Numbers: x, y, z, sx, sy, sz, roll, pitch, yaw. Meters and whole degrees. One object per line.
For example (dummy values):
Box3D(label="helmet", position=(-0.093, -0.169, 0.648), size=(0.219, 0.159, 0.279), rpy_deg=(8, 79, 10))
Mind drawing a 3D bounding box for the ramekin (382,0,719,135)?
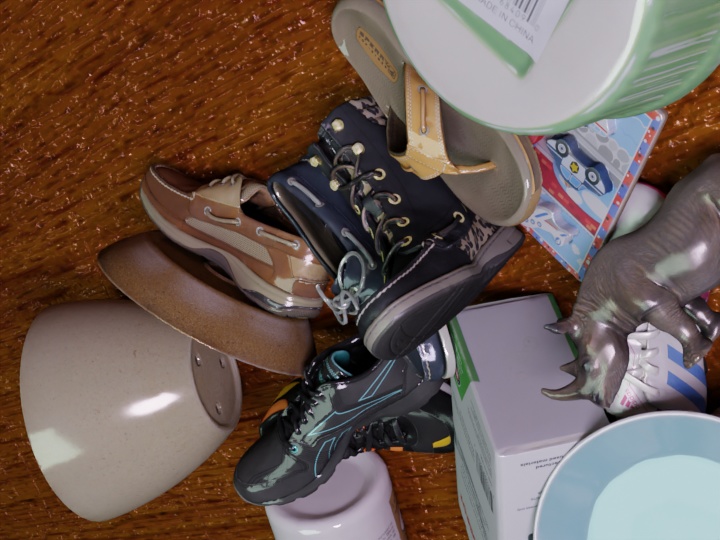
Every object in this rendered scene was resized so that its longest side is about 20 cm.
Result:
Box3D(label="ramekin", position=(0.102, -0.170, 0.787), size=(0.198, 0.097, 0.203), rpy_deg=(18, 119, 35))

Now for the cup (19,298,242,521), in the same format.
Box3D(label="cup", position=(-0.191, 0.110, 1.322), size=(0.141, 0.201, 0.202), rpy_deg=(-16, 116, 19))

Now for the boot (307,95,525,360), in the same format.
Box3D(label="boot", position=(0.014, -0.032, 0.968), size=(0.154, 0.203, 0.074), rpy_deg=(46, 121, 8))

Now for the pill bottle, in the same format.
Box3D(label="pill bottle", position=(-0.009, 0.264, 1.322), size=(0.113, 0.114, 0.202), rpy_deg=(12, 131, 37))

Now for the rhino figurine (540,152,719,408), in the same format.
Box3D(label="rhino figurine", position=(0.183, 0.011, 0.885), size=(0.200, 0.060, 0.088), rpy_deg=(-43, 85, 19))

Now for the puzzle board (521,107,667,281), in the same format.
Box3D(label="puzzle board", position=(0.093, -0.105, 0.929), size=(0.200, 0.017, 0.152), rpy_deg=(46, 146, 22))

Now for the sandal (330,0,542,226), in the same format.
Box3D(label="sandal", position=(0.037, -0.100, 0.946), size=(0.200, 0.054, 0.081), rpy_deg=(49, 146, 18))

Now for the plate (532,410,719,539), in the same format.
Box3D(label="plate", position=(0.208, 0.182, 0.938), size=(0.197, 0.026, 0.203), rpy_deg=(6, 106, 21))

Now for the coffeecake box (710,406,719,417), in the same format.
Box3D(label="coffeecake box", position=(0.290, 0.153, 0.962), size=(0.153, 0.073, 0.200), rpy_deg=(42, 144, 4))

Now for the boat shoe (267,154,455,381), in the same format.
Box3D(label="boat shoe", position=(0.000, 0.000, 1.063), size=(0.201, 0.061, 0.075), rpy_deg=(60, 157, 16))

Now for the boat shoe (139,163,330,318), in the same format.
Box3D(label="boat shoe", position=(-0.093, -0.039, 1.173), size=(0.199, 0.075, 0.075), rpy_deg=(35, 111, 29))

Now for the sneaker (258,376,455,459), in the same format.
Box3D(label="sneaker", position=(0.003, 0.131, 1.208), size=(0.198, 0.090, 0.071), rpy_deg=(6, 128, 41))

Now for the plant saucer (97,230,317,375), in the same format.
Box3D(label="plant saucer", position=(-0.114, 0.017, 1.179), size=(0.199, 0.200, 0.036), rpy_deg=(32, 100, 19))

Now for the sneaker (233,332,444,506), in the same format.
Box3D(label="sneaker", position=(-0.028, 0.103, 1.145), size=(0.079, 0.199, 0.076), rpy_deg=(45, -172, -43))

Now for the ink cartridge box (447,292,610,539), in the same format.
Box3D(label="ink cartridge box", position=(0.120, 0.142, 1.054), size=(0.147, 0.082, 0.202), rpy_deg=(-107, 9, -49))

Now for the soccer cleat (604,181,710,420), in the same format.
Box3D(label="soccer cleat", position=(0.186, 0.043, 0.951), size=(0.069, 0.086, 0.202), rpy_deg=(10, 130, 38))
